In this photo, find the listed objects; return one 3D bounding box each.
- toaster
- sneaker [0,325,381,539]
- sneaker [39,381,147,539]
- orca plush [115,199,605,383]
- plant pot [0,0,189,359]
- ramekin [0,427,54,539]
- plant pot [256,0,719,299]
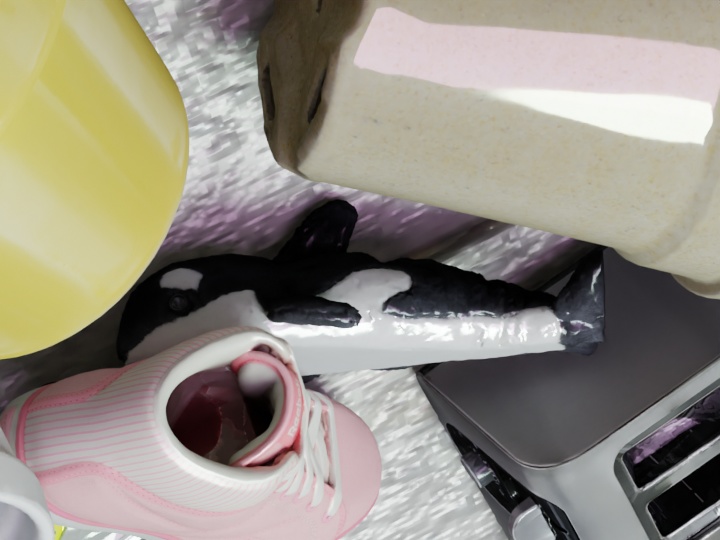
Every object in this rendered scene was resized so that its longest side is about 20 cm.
[{"bbox_3d":[0.152,0.076,1.176,0.200,0.119,0.181,-34,127,-7],"label":"toaster"},{"bbox_3d":[-0.038,0.071,1.050,0.105,0.076,0.200,-20,160,39],"label":"sneaker"},{"bbox_3d":[-0.169,0.123,1.075,0.200,0.075,0.076,-43,120,-13],"label":"sneaker"},{"bbox_3d":[0.000,0.000,1.082,0.200,0.071,0.105,-6,165,8],"label":"orca plush"},{"bbox_3d":[-0.158,-0.064,0.853,0.201,0.201,0.189,-45,142,2],"label":"plant pot"},{"bbox_3d":[-0.221,0.084,0.957,0.200,0.105,0.200,-20,157,-9],"label":"ramekin"},{"bbox_3d":[0.063,-0.096,1.007,0.183,0.201,0.201,5,114,-16],"label":"plant pot"}]
